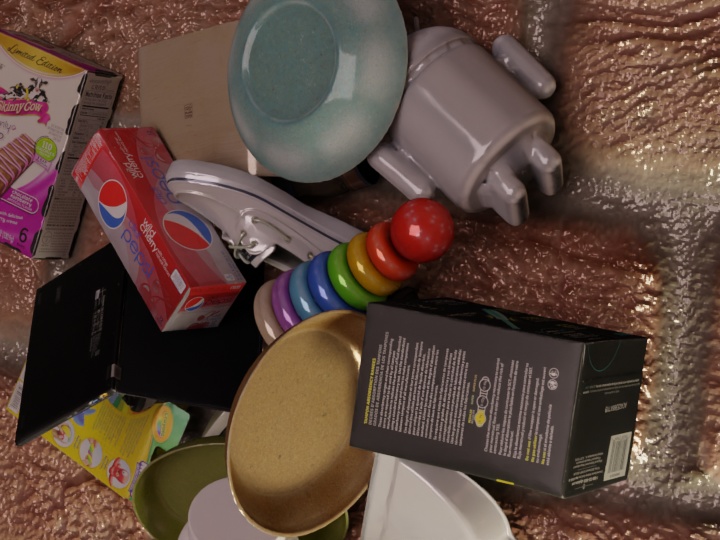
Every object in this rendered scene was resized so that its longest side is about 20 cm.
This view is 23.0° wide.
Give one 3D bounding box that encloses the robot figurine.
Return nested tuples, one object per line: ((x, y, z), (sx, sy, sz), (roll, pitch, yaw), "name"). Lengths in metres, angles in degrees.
((0.086, -0.130, 1.512), (0.169, 0.113, 0.200), (-39, 69, -11), "robot figurine")

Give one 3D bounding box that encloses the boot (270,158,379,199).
((-0.058, -0.159, 1.619), (0.097, 0.075, 0.201), (-20, 83, 26), "boot")

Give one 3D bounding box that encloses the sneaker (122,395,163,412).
((-0.207, 0.060, 1.716), (0.200, 0.090, 0.067), (58, 139, 43), "sneaker")

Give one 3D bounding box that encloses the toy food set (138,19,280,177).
((-0.138, -0.148, 1.657), (0.199, 0.060, 0.144), (-7, 84, 47), "toy food set")

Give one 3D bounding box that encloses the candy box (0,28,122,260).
((-0.334, -0.127, 1.786), (0.136, 0.061, 0.201), (24, 102, 28), "candy box")

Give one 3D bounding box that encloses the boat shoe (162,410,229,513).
((-0.139, 0.193, 1.676), (0.066, 0.075, 0.200), (34, 118, -5), "boat shoe")

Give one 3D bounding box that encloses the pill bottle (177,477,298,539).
((-0.109, 0.277, 1.581), (0.112, 0.112, 0.201), (33, 144, 25), "pill bottle")

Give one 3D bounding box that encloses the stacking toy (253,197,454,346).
((0.000, 0.000, 1.510), (0.200, 0.085, 0.086), (-37, 73, 32), "stacking toy")

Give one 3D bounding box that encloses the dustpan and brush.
((0.102, 0.234, 1.537), (0.199, 0.057, 0.140), (29, 135, 22), "dustpan and brush")

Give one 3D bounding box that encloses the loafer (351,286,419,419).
((0.016, 0.107, 1.590), (0.071, 0.073, 0.201), (31, 111, 15), "loafer")

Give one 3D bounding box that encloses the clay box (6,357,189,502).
((-0.251, 0.138, 1.750), (0.200, 0.048, 0.115), (32, 106, 25), "clay box")

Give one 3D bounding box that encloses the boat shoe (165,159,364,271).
((-0.086, -0.036, 1.583), (0.199, 0.074, 0.067), (21, 71, -7), "boat shoe")

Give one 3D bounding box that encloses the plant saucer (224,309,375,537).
((-0.047, 0.124, 1.491), (0.035, 0.200, 0.201), (21, 101, 42), "plant saucer")

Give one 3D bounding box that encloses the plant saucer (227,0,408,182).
((-0.050, -0.177, 1.516), (0.200, 0.039, 0.202), (-3, 85, 37), "plant saucer")

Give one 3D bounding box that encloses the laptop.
((-0.202, 0.073, 1.635), (0.199, 0.116, 0.188), (-29, 41, 28), "laptop")

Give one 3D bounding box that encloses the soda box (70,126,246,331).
((-0.186, -0.040, 1.614), (0.200, 0.070, 0.064), (57, 131, 27), "soda box")

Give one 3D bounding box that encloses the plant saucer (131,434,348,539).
((-0.108, 0.209, 1.614), (0.199, 0.200, 0.031), (-24, 39, 28), "plant saucer")

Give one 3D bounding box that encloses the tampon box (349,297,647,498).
((0.116, 0.101, 1.478), (0.199, 0.150, 0.127), (11, 96, 30), "tampon box")
